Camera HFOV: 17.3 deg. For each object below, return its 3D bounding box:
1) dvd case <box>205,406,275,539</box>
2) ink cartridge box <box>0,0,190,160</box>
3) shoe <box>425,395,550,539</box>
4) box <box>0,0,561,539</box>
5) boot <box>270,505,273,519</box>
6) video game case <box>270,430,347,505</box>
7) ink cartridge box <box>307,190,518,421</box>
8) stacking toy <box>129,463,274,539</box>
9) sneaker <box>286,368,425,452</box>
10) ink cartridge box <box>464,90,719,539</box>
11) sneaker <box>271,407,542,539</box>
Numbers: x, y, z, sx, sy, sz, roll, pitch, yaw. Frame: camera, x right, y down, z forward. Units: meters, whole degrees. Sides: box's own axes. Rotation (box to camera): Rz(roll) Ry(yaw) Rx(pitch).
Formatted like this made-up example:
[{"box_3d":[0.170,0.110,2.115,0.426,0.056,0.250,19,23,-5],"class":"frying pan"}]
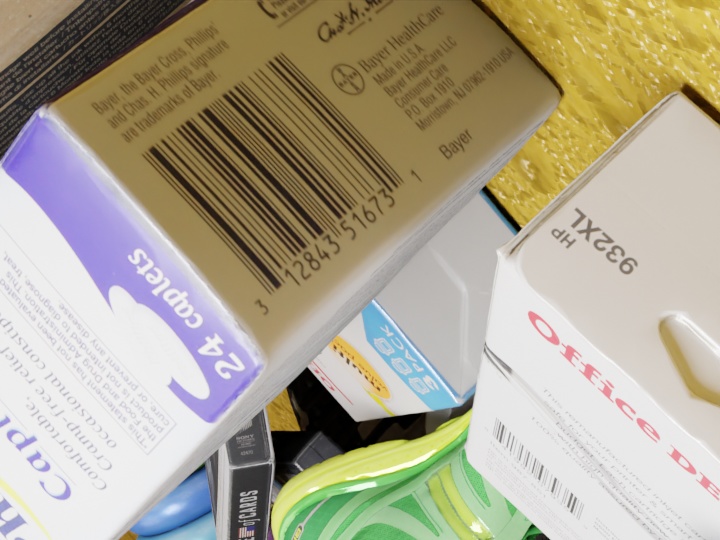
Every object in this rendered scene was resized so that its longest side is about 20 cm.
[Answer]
[{"box_3d":[-0.068,0.029,1.122,0.151,0.025,0.201,97,163,-62],"class":"dvd case"},{"box_3d":[-0.165,-0.151,0.894,0.200,0.165,0.075,42,165,16],"class":"ink cartridge box"},{"box_3d":[0.069,0.110,1.089,0.091,0.072,0.200,22,154,53],"class":"shoe"},{"box_3d":[-0.059,-0.003,0.802,0.105,0.184,0.200,46,135,3],"class":"box"},{"box_3d":[-0.048,0.197,1.388,0.066,0.200,0.176,36,161,42],"class":"boot"},{"box_3d":[0.026,0.154,1.168,0.200,0.026,0.181,44,169,-7],"class":"video game case"},{"box_3d":[0.000,0.000,1.004,0.115,0.068,0.200,50,165,-5],"class":"ink cartridge box"},{"box_3d":[-0.105,0.095,1.254,0.201,0.085,0.085,65,162,-9],"class":"stacking toy"},{"box_3d":[0.002,0.093,1.243,0.090,0.066,0.200,23,154,53],"class":"sneaker"},{"box_3d":[0.116,0.052,0.776,0.145,0.084,0.200,43,164,15],"class":"ink cartridge box"},{"box_3d":[0.051,0.100,0.953,0.074,0.199,0.084,21,-128,-45],"class":"sneaker"}]
